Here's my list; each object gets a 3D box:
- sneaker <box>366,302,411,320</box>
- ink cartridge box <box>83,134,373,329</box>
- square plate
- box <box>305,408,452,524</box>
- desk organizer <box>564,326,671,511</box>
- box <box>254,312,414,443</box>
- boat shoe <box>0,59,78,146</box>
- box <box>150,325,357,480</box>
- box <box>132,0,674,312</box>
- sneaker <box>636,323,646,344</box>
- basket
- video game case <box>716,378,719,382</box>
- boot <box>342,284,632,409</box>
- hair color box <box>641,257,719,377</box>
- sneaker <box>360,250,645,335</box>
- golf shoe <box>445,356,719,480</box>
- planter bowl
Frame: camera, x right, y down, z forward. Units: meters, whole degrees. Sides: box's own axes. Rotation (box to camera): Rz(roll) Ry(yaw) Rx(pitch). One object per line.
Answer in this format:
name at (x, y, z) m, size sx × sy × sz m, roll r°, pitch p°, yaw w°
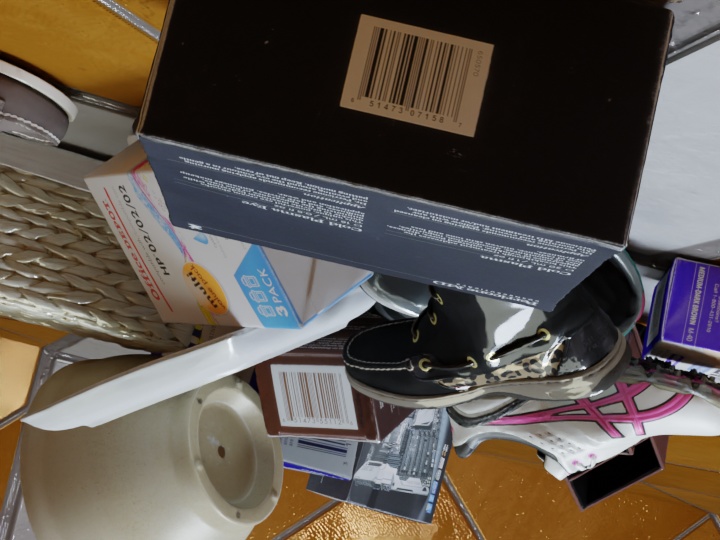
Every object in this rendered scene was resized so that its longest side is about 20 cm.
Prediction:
sneaker at (0.000, 0.000, 1.202) m, size 0.083 × 0.071 × 0.200 m, roll 13°, pitch 176°, yaw -42°
ink cartridge box at (-0.096, -0.029, 1.012) m, size 0.200 × 0.068 × 0.115 m, roll 0°, pitch 122°, yaw 53°
square plate at (-0.100, 0.060, 1.110) m, size 0.198 × 0.028 × 0.200 m, roll -23°, pitch 178°, yaw 33°
box at (0.035, 0.122, 1.480) m, size 0.050 × 0.200 × 0.158 m, roll 12°, pitch 171°, yaw 33°
desk organizer at (0.190, 0.119, 1.255) m, size 0.072 × 0.077 × 0.200 m, roll 1°, pitch 151°, yaw 21°
box at (0.008, 0.064, 1.269) m, size 0.100 × 0.075 × 0.200 m, roll 0°, pitch -161°, yaw 28°
boat shoe at (-0.255, -0.107, 0.951) m, size 0.072 × 0.060 × 0.200 m, roll 4°, pitch 167°, yaw 41°
box at (-0.089, 0.076, 1.425) m, size 0.105 × 0.184 × 0.200 m, roll 18°, pitch 169°, yaw -39°
box at (0.015, -0.063, 0.719) m, size 0.200 × 0.104 × 0.182 m, roll 13°, pitch 169°, yaw -1°
sneaker at (0.211, 0.103, 1.391) m, size 0.199 × 0.076 × 0.114 m, roll 5°, pitch 134°, yaw 48°
basket at (-0.213, -0.016, 1.233) m, size 0.200 × 0.123 × 0.136 m, roll 15°, pitch 171°, yaw -19°
video game case at (0.269, 0.093, 1.538) m, size 0.182 × 0.022 × 0.200 m, roll 20°, pitch 169°, yaw -38°
boot at (0.053, 0.011, 0.990) m, size 0.200 × 0.073 × 0.151 m, roll -1°, pitch 131°, yaw 38°
hair color box at (0.303, 0.049, 1.117) m, size 0.200 × 0.065 × 0.109 m, roll 10°, pitch 170°, yaw 5°
sneaker at (0.104, 0.009, 1.073) m, size 0.200 × 0.084 × 0.121 m, roll 8°, pitch 176°, yaw -15°
golf shoe at (0.158, 0.098, 1.104) m, size 0.200 × 0.092 × 0.073 m, roll 7°, pitch -176°, yaw 0°
planter bowl at (-0.146, 0.152, 1.255) m, size 0.135 × 0.200 × 0.200 m, roll -17°, pitch 155°, yaw 31°
